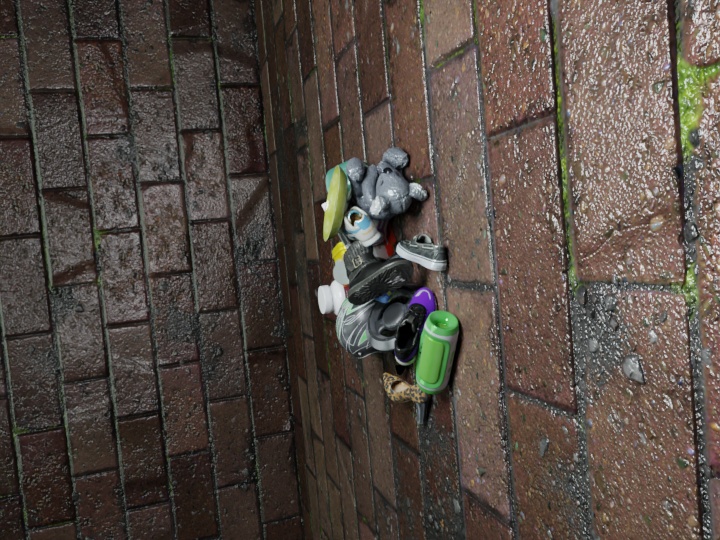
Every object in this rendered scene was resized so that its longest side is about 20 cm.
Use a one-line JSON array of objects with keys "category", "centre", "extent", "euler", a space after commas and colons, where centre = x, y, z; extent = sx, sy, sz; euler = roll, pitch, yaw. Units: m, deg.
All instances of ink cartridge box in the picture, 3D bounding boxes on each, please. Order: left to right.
[{"category": "ink cartridge box", "centre": [0.052, -0.088, 1.888], "extent": [0.175, 0.043, 0.203], "euler": [106, 152, -53]}]

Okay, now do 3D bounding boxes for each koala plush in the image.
[{"category": "koala plush", "centre": [0.076, -0.201, 1.597], "extent": [0.200, 0.174, 0.187], "euler": [-139, 34, -64]}]

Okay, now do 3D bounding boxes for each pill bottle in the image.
[{"category": "pill bottle", "centre": [-0.028, 0.080, 1.937], "extent": [0.113, 0.196, 0.116], "euler": [174, 90, -71]}]

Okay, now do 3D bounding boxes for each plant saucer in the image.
[{"category": "plant saucer", "centre": [-0.065, -0.176, 1.655], "extent": [0.200, 0.030, 0.204], "euler": [-170, 90, -78]}]

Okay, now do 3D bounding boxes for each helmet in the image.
[{"category": "helmet", "centre": [0.021, 0.151, 1.818], "extent": [0.200, 0.187, 0.205], "euler": [174, 90, -72]}]

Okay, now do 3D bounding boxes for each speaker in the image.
[{"category": "speaker", "centre": [0.184, 0.200, 1.498], "extent": [0.089, 0.087, 0.203], "euler": [-120, 30, -51]}]

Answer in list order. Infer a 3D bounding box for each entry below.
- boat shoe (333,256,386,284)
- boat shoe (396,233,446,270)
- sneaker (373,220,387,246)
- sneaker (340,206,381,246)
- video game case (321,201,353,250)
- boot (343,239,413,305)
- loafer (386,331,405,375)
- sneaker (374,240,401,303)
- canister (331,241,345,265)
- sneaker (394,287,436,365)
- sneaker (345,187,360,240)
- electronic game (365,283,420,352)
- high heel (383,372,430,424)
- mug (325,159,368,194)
[{"category": "boat shoe", "centre": [0.000, 0.000, 1.850], "extent": [0.198, 0.063, 0.072], "euler": [-10, 86, 44]}, {"category": "boat shoe", "centre": [0.157, -0.056, 1.547], "extent": [0.199, 0.071, 0.072], "euler": [27, 113, 58]}, {"category": "sneaker", "centre": [0.047, -0.153, 1.822], "extent": [0.202, 0.074, 0.101], "euler": [-59, 30, 33]}, {"category": "sneaker", "centre": [-0.013, -0.132, 1.642], "extent": [0.081, 0.076, 0.199], "euler": [57, 168, -28]}, {"category": "video game case", "centre": [-0.050, -0.125, 1.865], "extent": [0.184, 0.023, 0.200], "euler": [61, -173, -5]}, {"category": "boot", "centre": [0.040, -0.020, 1.613], "extent": [0.209, 0.079, 0.160], "euler": [-26, 47, 26]}, {"category": "loafer", "centre": [0.120, 0.226, 1.749], "extent": [0.202, 0.072, 0.072], "euler": [91, 159, -50]}, {"category": "sneaker", "centre": [0.073, -0.005, 1.685], "extent": [0.071, 0.081, 0.202], "euler": [82, -152, -54]}, {"category": "canister", "centre": [-0.031, 0.014, 2.115], "extent": [0.148, 0.085, 0.204], "euler": [138, 123, -69]}, {"category": "sneaker", "centre": [0.134, 0.126, 1.517], "extent": [0.100, 0.068, 0.203], "euler": [60, -132, -62]}, {"category": "sneaker", "centre": [0.009, -0.187, 1.743], "extent": [0.113, 0.074, 0.204], "euler": [4, 83, 63]}, {"category": "electronic game", "centre": [0.094, 0.124, 1.650], "extent": [0.200, 0.042, 0.201], "euler": [-43, 37, 9]}, {"category": "high heel", "centre": [0.126, 0.312, 1.724], "extent": [0.200, 0.070, 0.145], "euler": [42, 144, 41]}, {"category": "mug", "centre": [-0.012, -0.240, 1.870], "extent": [0.113, 0.151, 0.189], "euler": [-21, 85, 29]}]
